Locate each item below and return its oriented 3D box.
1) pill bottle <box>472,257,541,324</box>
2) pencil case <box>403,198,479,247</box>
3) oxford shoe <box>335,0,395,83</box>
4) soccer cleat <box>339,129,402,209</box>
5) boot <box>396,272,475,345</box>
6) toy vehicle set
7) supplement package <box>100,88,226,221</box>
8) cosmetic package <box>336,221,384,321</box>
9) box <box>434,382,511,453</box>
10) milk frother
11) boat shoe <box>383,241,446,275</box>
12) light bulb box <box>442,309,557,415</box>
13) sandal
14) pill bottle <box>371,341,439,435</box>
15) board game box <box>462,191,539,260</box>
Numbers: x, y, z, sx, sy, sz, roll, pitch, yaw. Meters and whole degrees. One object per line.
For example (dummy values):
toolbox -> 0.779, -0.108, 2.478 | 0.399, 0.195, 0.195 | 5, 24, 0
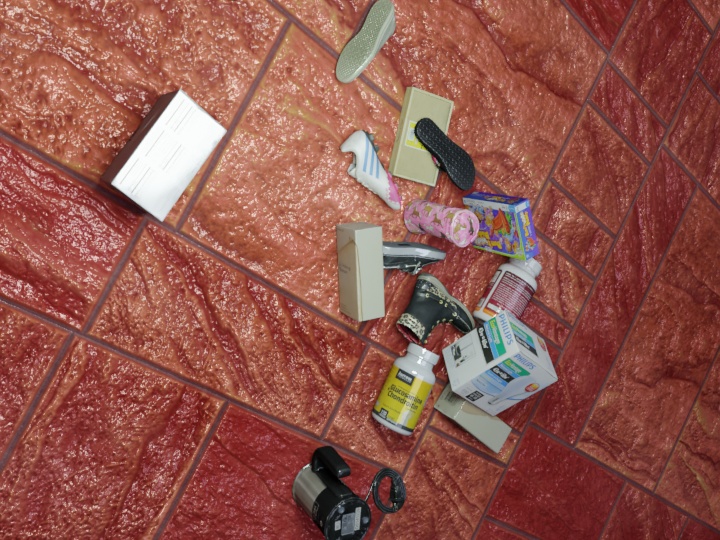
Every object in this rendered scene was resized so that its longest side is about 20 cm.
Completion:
pill bottle -> 0.381, 0.059, 1.716 | 0.112, 0.112, 0.202 | 36, 83, -30
pencil case -> 0.181, -0.109, 1.519 | 0.085, 0.199, 0.085 | 2, 101, -30
oxford shoe -> 0.017, -0.482, 1.434 | 0.202, 0.074, 0.058 | -59, 156, -5
soccer cleat -> 0.022, -0.213, 1.494 | 0.085, 0.070, 0.202 | -31, 112, -3
boot -> 0.180, 0.126, 1.619 | 0.204, 0.073, 0.155 | 45, 61, -22
toy vehicle set -> 0.141, -0.309, 1.557 | 0.122, 0.026, 0.205 | 11, 95, -31
supplement package -> -0.360, -0.209, 1.218 | 0.110, 0.155, 0.202 | 39, 80, -28
cosmetic package -> 0.000, 0.000, 1.496 | 0.072, 0.103, 0.205 | -10, 104, -26
box -> 0.294, 0.385, 1.745 | 0.199, 0.094, 0.078 | 41, 80, -31
milk frother -> -0.025, 0.508, 1.533 | 0.197, 0.187, 0.184 | 18, 92, -31
boat shoe -> 0.114, -0.025, 1.572 | 0.196, 0.073, 0.070 | 0, 109, -36
light bulb box -> 0.342, 0.231, 1.646 | 0.199, 0.127, 0.197 | -36, 132, 25
sandal -> 0.196, -0.271, 1.561 | 0.200, 0.045, 0.075 | 46, 71, -14
pill bottle -> 0.113, 0.281, 1.609 | 0.111, 0.111, 0.204 | 27, 86, -30
board game box -> 0.333, -0.110, 1.605 | 0.044, 0.199, 0.137 | -25, 111, -21
